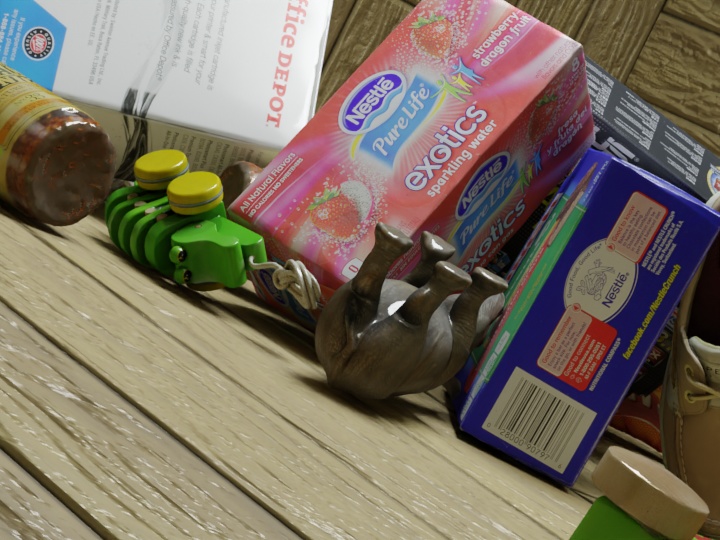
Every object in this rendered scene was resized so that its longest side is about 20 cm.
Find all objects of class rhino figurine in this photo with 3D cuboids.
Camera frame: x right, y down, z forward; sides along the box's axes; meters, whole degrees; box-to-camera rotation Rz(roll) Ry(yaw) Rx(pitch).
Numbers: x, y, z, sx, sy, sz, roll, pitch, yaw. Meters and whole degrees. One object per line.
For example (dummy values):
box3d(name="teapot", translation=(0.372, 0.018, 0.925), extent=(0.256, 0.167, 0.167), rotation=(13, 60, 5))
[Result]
box3d(name="rhino figurine", translation=(0.031, 0.029, 1.421), extent=(0.060, 0.088, 0.200), rotation=(36, 8, 17))

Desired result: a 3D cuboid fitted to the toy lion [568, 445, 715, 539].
box3d(name="toy lion", translation=(0.170, 0.152, 1.030), extent=(0.191, 0.069, 0.200), rotation=(38, 9, 32))

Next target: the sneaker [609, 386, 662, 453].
box3d(name="sneaker", translation=(0.195, 0.082, 1.865), extent=(0.199, 0.073, 0.077), rotation=(26, 8, -16))

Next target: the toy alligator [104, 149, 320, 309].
box3d(name="toy alligator", translation=(-0.092, -0.014, 1.461), extent=(0.054, 0.060, 0.200), rotation=(-22, 30, -22))

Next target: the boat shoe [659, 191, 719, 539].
box3d(name="boat shoe", translation=(0.202, 0.049, 1.516), extent=(0.074, 0.201, 0.066), rotation=(1, -6, 10))

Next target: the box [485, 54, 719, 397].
box3d(name="box", translation=(0.151, -0.028, 1.677), extent=(0.200, 0.160, 0.044), rotation=(36, 43, -12))

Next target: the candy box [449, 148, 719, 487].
box3d(name="candy box", translation=(0.122, 0.020, 1.525), extent=(0.077, 0.170, 0.200), rotation=(30, 3, -1))

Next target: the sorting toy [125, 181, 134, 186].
box3d(name="sorting toy", translation=(-0.104, -0.064, 1.831), extent=(0.199, 0.107, 0.180), rotation=(24, 24, -35))

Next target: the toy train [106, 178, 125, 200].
box3d(name="toy train", translation=(-0.185, -0.123, 1.734), extent=(0.199, 0.116, 0.085), rotation=(28, 5, 24))

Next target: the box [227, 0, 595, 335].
box3d(name="box", translation=(0.031, -0.055, 1.522), extent=(0.102, 0.200, 0.095), rotation=(33, -21, 27))

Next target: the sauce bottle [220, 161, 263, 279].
box3d(name="sauce bottle", translation=(0.000, 0.000, 1.623), extent=(0.199, 0.066, 0.066), rotation=(24, 5, -24))

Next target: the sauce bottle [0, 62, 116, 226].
box3d(name="sauce bottle", translation=(-0.212, -0.086, 1.487), extent=(0.200, 0.066, 0.066), rotation=(29, 5, 42))

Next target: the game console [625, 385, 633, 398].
box3d(name="game console", translation=(0.151, -0.021, 1.808), extent=(0.172, 0.119, 0.200), rotation=(26, 34, 26))

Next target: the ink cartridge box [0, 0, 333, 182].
box3d(name="ink cartridge box", translation=(-0.126, -0.132, 1.656), extent=(0.199, 0.147, 0.084), rotation=(14, -31, -7))
